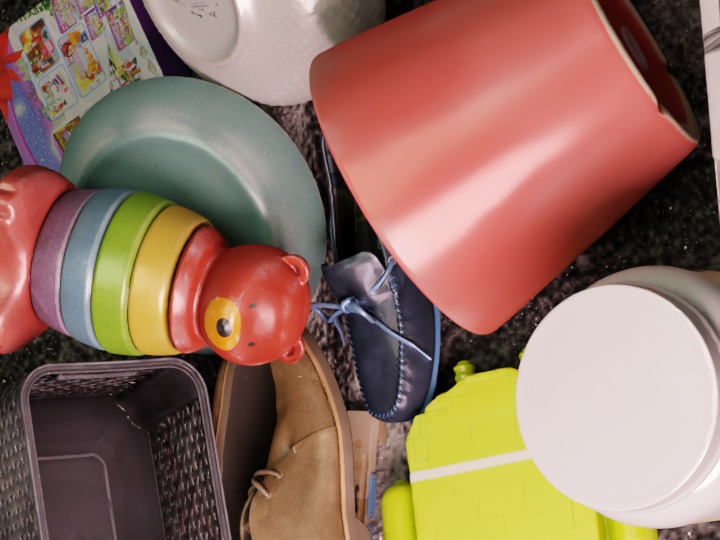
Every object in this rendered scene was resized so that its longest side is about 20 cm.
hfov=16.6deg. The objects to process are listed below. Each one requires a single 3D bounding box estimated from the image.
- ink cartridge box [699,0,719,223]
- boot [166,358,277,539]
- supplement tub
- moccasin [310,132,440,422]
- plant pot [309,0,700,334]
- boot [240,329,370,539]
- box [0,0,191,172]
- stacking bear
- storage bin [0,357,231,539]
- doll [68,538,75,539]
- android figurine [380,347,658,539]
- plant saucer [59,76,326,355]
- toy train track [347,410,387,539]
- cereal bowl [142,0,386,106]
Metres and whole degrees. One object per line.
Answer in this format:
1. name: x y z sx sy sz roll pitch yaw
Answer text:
1. ink cartridge box: 0.250 -0.122 1.431 0.067 0.116 0.202 -6 86 32
2. boot: -0.098 0.147 1.663 0.075 0.073 0.202 9 96 37
3. supplement tub: 0.187 0.072 1.413 0.144 0.199 0.146 -1 87 31
4. moccasin: 0.000 0.000 1.600 0.080 0.068 0.202 -21 73 45
5. plant pot: 0.095 -0.091 1.495 0.177 0.200 0.201 -32 72 16
6. boot: -0.043 0.132 1.585 0.075 0.074 0.202 -7 71 -11
7. box: -0.177 -0.104 1.735 0.136 0.039 0.201 -33 73 26
8. stacking bear: -0.127 0.008 1.584 0.198 0.114 0.122 13 108 17
9. storage bin: -0.166 0.167 1.598 0.094 0.134 0.202 -30 66 54
10. doll: -0.188 0.230 1.686 0.048 0.136 0.202 -12 98 4
11. android figurine: 0.095 0.148 1.545 0.181 0.041 0.202 -15 69 21
12. plant saucer: -0.120 -0.029 1.653 0.198 0.036 0.202 9 115 18
13. toy train track: 0.002 0.194 1.623 0.114 0.032 0.202 -1 82 38
14. cereal bowl: -0.082 -0.192 1.601 0.199 0.083 0.201 31 140 30
